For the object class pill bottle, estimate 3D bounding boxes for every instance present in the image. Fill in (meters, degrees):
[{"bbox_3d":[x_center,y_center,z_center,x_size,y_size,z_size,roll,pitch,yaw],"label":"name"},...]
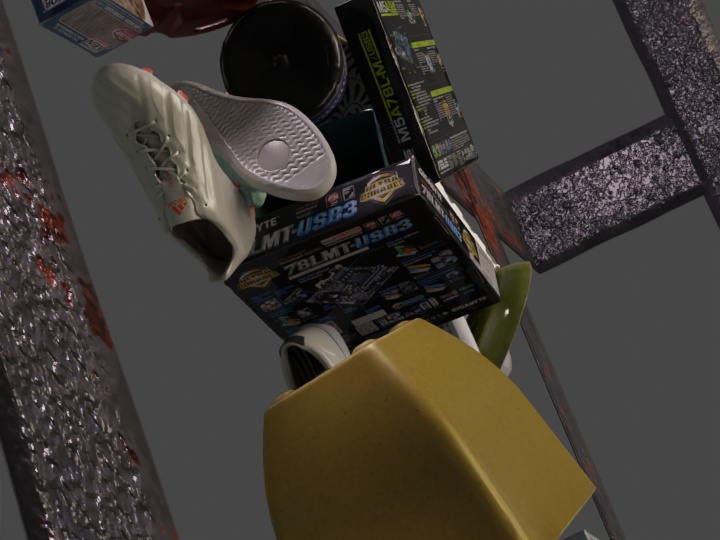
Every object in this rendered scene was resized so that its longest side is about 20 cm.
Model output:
[{"bbox_3d":[-0.067,-0.189,1.388,0.112,0.111,0.200,64,3,-2],"label":"pill bottle"}]

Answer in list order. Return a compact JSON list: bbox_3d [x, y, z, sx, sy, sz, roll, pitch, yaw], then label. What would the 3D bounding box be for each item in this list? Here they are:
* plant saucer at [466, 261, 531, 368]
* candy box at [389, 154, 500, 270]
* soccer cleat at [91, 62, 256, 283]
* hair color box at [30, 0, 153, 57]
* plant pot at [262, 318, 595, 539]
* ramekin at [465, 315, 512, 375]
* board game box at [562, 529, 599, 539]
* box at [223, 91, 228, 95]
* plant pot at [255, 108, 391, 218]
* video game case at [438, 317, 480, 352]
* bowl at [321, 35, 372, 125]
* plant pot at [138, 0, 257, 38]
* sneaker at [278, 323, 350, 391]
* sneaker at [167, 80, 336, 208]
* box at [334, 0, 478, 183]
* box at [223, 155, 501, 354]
[{"bbox_3d":[0.133,0.077,1.621,0.031,0.201,0.200,23,21,-4],"label":"plant saucer"},{"bbox_3d":[0.049,-0.053,1.649,0.200,0.061,0.136,53,-28,-7],"label":"candy box"},{"bbox_3d":[-0.148,-0.078,1.175,0.200,0.069,0.078,54,33,-31],"label":"soccer cleat"},{"bbox_3d":[-0.243,-0.283,1.187,0.201,0.060,0.100,68,14,13],"label":"hair color box"},{"bbox_3d":[0.034,0.156,1.158,0.201,0.195,0.194,58,23,5],"label":"plant pot"},{"bbox_3d":[0.106,0.073,1.811,0.201,0.105,0.201,59,14,-23],"label":"ramekin"},{"bbox_3d":[0.143,0.305,1.306,0.199,0.199,0.044,39,24,-61],"label":"board game box"},{"bbox_3d":[-0.086,-0.102,1.514,0.200,0.041,0.039,54,17,-36],"label":"box"},{"bbox_3d":[-0.014,-0.023,1.457,0.142,0.140,0.201,-101,171,-47],"label":"plant pot"},{"bbox_3d":[0.047,0.029,1.603,0.201,0.022,0.182,66,-26,7],"label":"video game case"},{"bbox_3d":[-0.061,-0.182,1.570,0.200,0.095,0.201,27,-15,8],"label":"bowl"},{"bbox_3d":[-0.171,-0.326,1.306,0.201,0.199,0.197,32,43,-67],"label":"plant pot"},{"bbox_3d":[-0.018,0.144,1.296,0.201,0.073,0.071,60,28,7],"label":"sneaker"},{"bbox_3d":[-0.081,-0.091,1.272,0.200,0.074,0.118,27,-17,35],"label":"sneaker"},{"bbox_3d":[0.051,-0.184,1.484,0.194,0.047,0.200,67,18,-4],"label":"box"},{"bbox_3d":[0.000,0.000,1.311,0.199,0.199,0.050,48,26,-49],"label":"box"}]
